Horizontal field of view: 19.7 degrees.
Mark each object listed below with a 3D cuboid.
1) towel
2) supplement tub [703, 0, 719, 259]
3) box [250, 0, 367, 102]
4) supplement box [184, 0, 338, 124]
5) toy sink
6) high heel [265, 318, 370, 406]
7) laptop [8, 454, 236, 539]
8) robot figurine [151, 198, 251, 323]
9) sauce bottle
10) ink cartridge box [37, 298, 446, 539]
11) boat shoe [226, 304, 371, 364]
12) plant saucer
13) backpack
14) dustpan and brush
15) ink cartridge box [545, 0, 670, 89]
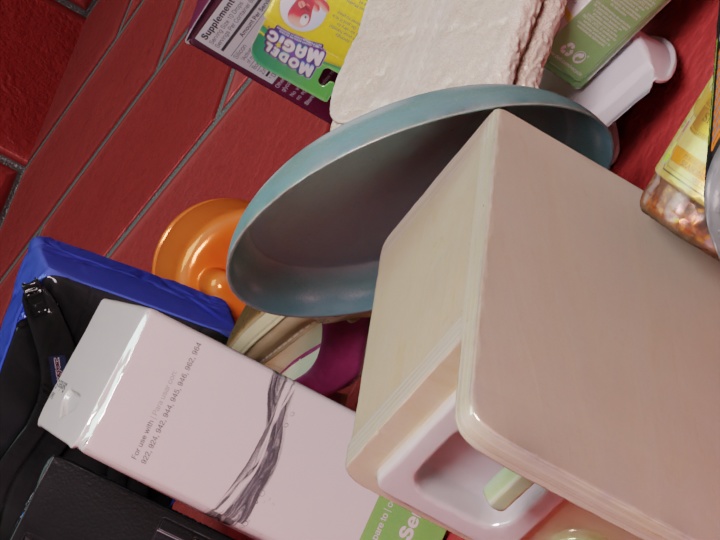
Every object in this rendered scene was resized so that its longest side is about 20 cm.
[{"bbox_3d":[0.060,-0.149,1.087,0.132,0.034,0.201,0,63,47],"label":"towel"},{"bbox_3d":[0.187,-0.061,0.745,0.123,0.122,0.201,-46,23,44],"label":"supplement tub"},{"bbox_3d":[0.025,-0.191,1.254,0.201,0.117,0.048,-61,4,8],"label":"box"},{"bbox_3d":[0.001,-0.172,1.373,0.103,0.199,0.131,-47,20,41],"label":"supplement box"},{"bbox_3d":[0.076,0.053,0.895,0.112,0.130,0.201,-50,21,37],"label":"toy sink"},{"bbox_3d":[-0.044,0.040,1.256,0.201,0.095,0.068,109,173,-53],"label":"high heel"},{"bbox_3d":[-0.136,0.237,1.167,0.201,0.176,0.103,-63,16,-3],"label":"laptop"},{"bbox_3d":[-0.090,0.005,1.526,0.200,0.116,0.145,-157,80,-73],"label":"robot figurine"},{"bbox_3d":[0.194,-0.097,0.887,0.201,0.066,0.066,-62,16,9],"label":"sauce bottle"},{"bbox_3d":[-0.061,0.096,1.122,0.084,0.199,0.145,-64,16,-7],"label":"ink cartridge box"},{"bbox_3d":[0.000,0.000,1.141,0.200,0.065,0.072,-41,18,33],"label":"boat shoe"},{"bbox_3d":[0.026,-0.036,1.007,0.200,0.199,0.028,-46,57,45],"label":"plant saucer"},{"bbox_3d":[-0.181,0.096,1.389,0.168,0.162,0.201,-119,50,-74],"label":"backpack"},{"bbox_3d":[0.125,-0.107,1.168,0.140,0.057,0.201,-43,30,29],"label":"dustpan and brush"},{"bbox_3d":[0.150,-0.212,1.099,0.200,0.048,0.146,-44,42,21],"label":"ink cartridge box"}]
